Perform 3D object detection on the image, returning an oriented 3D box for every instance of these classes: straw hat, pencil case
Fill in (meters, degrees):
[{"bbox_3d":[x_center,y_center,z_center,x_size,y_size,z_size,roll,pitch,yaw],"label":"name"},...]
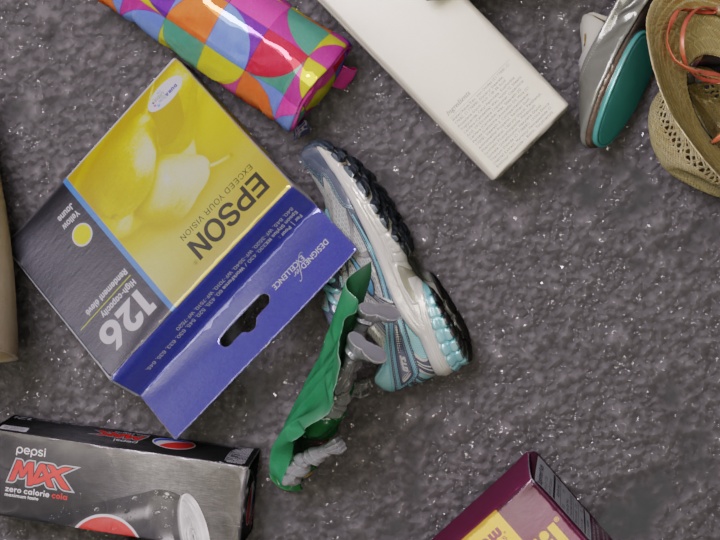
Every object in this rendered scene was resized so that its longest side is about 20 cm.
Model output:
[{"bbox_3d":[0.255,-0.103,1.272,0.201,0.201,0.085,50,136,-1],"label":"straw hat"},{"bbox_3d":[-0.101,-0.182,1.303,0.199,0.088,0.089,35,97,1],"label":"pencil case"}]

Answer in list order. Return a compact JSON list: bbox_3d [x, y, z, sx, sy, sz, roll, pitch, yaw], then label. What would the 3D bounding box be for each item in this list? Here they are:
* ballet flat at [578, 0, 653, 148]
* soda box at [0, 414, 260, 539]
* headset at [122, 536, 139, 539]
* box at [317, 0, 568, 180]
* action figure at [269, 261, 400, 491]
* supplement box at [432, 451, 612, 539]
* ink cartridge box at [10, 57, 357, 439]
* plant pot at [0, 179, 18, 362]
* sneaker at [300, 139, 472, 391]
[{"bbox_3d":[0.196,-0.187,1.294,0.063,0.067,0.201,31,97,29],"label":"ballet flat"},{"bbox_3d":[-0.180,0.161,1.349,0.198,0.063,0.071,8,96,5],"label":"soda box"},{"bbox_3d":[-0.117,0.280,1.325,0.094,0.124,0.200,-43,77,-10],"label":"headset"},{"bbox_3d":[0.056,-0.163,1.297,0.082,0.068,0.200,-43,90,7],"label":"box"},{"bbox_3d":[-0.027,0.100,1.295,0.054,0.119,0.201,25,136,-3],"label":"action figure"},{"bbox_3d":[0.144,0.255,1.308,0.131,0.103,0.200,-42,90,8],"label":"supplement box"},{"bbox_3d":[-0.137,-0.017,1.306,0.198,0.047,0.200,-46,65,6],"label":"ink cartridge box"},{"bbox_3d":[-0.333,-0.042,1.300,0.186,0.187,0.202,4,82,5],"label":"plant pot"},{"bbox_3d":[0.000,0.000,1.313,0.086,0.078,0.201,-30,92,10],"label":"sneaker"}]
